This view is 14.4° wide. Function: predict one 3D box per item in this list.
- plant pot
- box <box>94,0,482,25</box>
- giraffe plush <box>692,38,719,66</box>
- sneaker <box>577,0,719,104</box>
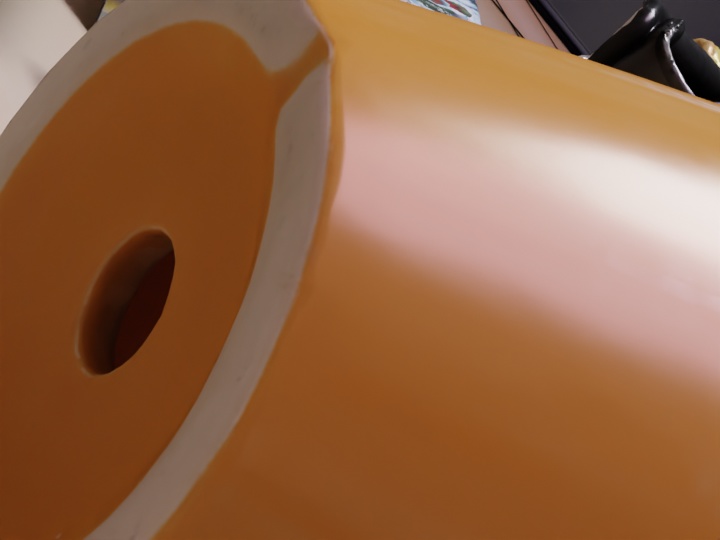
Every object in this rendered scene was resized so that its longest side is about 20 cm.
[{"bbox_3d":[0.022,0.041,0.512,0.183,0.200,0.201,28,22,-32],"label":"plant pot"},{"bbox_3d":[-0.021,-0.094,1.034,0.136,0.040,0.200,24,14,-8],"label":"box"},{"bbox_3d":[0.097,-0.008,1.085,0.173,0.162,0.200,54,10,8],"label":"giraffe plush"},{"bbox_3d":[0.020,-0.022,0.689,0.200,0.115,0.076,-14,65,-44],"label":"sneaker"}]
